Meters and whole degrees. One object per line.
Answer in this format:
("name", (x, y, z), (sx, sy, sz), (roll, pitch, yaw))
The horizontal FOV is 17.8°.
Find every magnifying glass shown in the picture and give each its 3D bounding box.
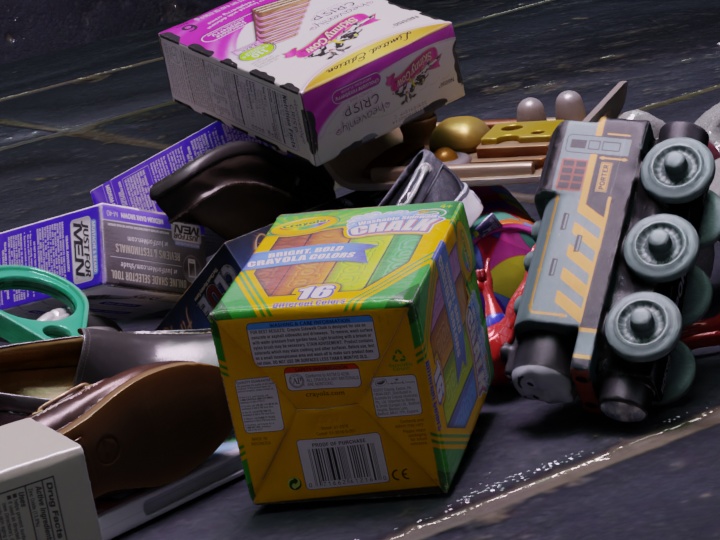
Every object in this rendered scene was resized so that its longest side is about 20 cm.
("magnifying glass", (-0.199, 0.049, 1.524), (0.079, 0.023, 0.200), (-1, 30, -31))

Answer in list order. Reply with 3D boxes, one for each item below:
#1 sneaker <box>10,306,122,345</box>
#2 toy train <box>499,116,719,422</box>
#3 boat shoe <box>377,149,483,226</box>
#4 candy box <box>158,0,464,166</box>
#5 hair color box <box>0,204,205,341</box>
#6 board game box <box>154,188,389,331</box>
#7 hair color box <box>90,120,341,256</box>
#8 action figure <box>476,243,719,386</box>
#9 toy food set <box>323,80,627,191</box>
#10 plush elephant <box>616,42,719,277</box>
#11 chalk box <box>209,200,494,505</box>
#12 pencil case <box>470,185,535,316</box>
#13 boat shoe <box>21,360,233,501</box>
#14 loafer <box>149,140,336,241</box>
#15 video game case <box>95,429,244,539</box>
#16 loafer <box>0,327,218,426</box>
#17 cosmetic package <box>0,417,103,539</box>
("sneaker", (-0.215, 0.084, 1.553), (0.080, 0.074, 0.200), (21, 26, 23))
("toy train", (0.154, -0.003, 1.390), (0.113, 0.201, 0.085), (6, -26, 21))
("boat shoe", (0.000, 0.000, 1.544), (0.200, 0.068, 0.072), (-48, 13, -19))
("candy box", (-0.038, -0.151, 1.666), (0.136, 0.061, 0.200), (-27, 32, -27))
("hair color box", (-0.221, 0.005, 1.695), (0.199, 0.065, 0.109), (-12, -13, 38))
("board game box", (-0.045, -0.001, 1.656), (0.199, 0.035, 0.136), (-23, -17, -40))
("hair color box", (-0.100, -0.072, 1.802), (0.199, 0.065, 0.109), (-25, -17, 24))
("action figure", (0.135, 0.017, 1.459), (0.198, 0.100, 0.065), (-12, -19, 4))
("toy food set", (0.082, -0.108, 1.654), (0.198, 0.061, 0.144), (-2, 18, 20))
("plush elephant", (0.244, -0.052, 1.559), (0.154, 0.201, 0.165), (-32, 25, -9))
("chalk box", (0.004, 0.036, 1.367), (0.123, 0.125, 0.200), (-6, 22, 15))
("pencil case", (0.091, -0.013, 1.655), (0.088, 0.089, 0.200), (-11, 12, -2))
("boat shoe", (-0.161, 0.099, 1.325), (0.199, 0.071, 0.070), (-22, 21, -39))
("loafer", (-0.073, -0.046, 1.666), (0.073, 0.072, 0.199), (-29, -16, 31))
("video game case", (-0.143, 0.122, 1.411), (0.142, 0.018, 0.199), (3, 18, 45))
("loafer", (-0.159, 0.068, 1.410), (0.198, 0.073, 0.073), (-15, 44, 1))
("cosmetic package", (-0.236, 0.156, 1.165), (0.199, 0.104, 0.087), (-15, 15, -25))
